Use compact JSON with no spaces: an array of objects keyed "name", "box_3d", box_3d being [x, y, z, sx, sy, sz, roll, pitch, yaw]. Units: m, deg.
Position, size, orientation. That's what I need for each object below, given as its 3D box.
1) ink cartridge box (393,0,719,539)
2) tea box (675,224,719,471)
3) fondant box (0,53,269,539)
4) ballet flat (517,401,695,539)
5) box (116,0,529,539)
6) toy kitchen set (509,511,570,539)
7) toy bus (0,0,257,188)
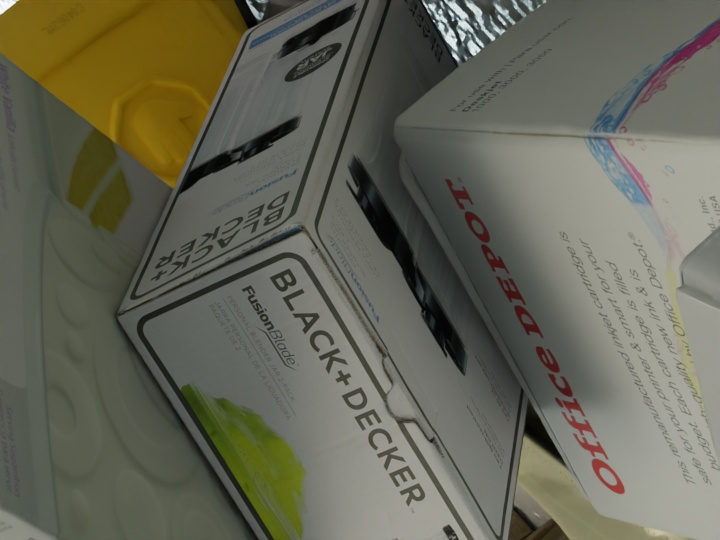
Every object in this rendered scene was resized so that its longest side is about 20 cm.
[{"name":"ink cartridge box","box_3d":[0.118,0.002,0.682,0.199,0.085,0.145,7,132,56]},{"name":"tea box","box_3d":[0.181,0.037,0.483,0.133,0.196,0.201,27,146,40]},{"name":"fondant box","box_3d":[-0.072,0.040,0.704,0.200,0.058,0.145,41,-148,-53]},{"name":"ballet flat","box_3d":[0.085,0.057,0.852,0.199,0.069,0.070,32,151,35]},{"name":"box","box_3d":[0.000,0.000,0.762,0.060,0.200,0.117,-24,112,19]},{"name":"toy kitchen set","box_3d":[-0.012,0.108,0.965,0.181,0.163,0.200,48,156,4]},{"name":"toy bus","box_3d":[-0.068,0.000,0.937,0.192,0.136,0.200,47,157,9]}]
